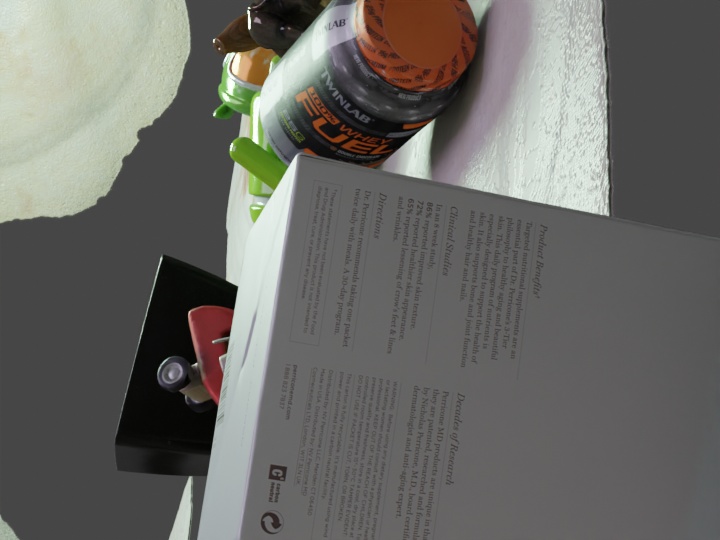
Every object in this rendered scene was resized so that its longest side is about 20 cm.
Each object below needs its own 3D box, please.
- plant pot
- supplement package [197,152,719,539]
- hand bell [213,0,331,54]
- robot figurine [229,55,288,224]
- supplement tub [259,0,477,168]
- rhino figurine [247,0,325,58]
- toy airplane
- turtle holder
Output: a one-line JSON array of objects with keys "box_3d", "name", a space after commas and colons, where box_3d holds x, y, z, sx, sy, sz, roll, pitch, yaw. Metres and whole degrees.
[{"box_3d": [-0.150, 0.119, 1.749, 0.200, 0.176, 0.201, 113, 170, -74], "name": "plant pot"}, {"box_3d": [0.047, 0.059, 0.691, 0.151, 0.199, 0.153, 137, 143, -74], "name": "supplement package"}, {"box_3d": [-0.057, -0.244, 1.551, 0.104, 0.200, 0.105, 34, 141, 33], "name": "hand bell"}, {"box_3d": [-0.051, -0.108, 1.624, 0.175, 0.115, 0.201, -13, -75, -69], "name": "robot figurine"}, {"box_3d": [0.006, -0.155, 1.318, 0.200, 0.122, 0.123, 143, 138, -61], "name": "supplement tub"}, {"box_3d": [-0.026, -0.200, 1.505, 0.087, 0.200, 0.060, 11, 79, 39], "name": "rhino figurine"}, {"box_3d": [-0.060, 0.114, 1.394, 0.141, 0.199, 0.200, -42, 16, -1], "name": "toy airplane"}, {"box_3d": [-0.075, -0.229, 1.926, 0.141, 0.185, 0.132, 31, 114, 45], "name": "turtle holder"}]
